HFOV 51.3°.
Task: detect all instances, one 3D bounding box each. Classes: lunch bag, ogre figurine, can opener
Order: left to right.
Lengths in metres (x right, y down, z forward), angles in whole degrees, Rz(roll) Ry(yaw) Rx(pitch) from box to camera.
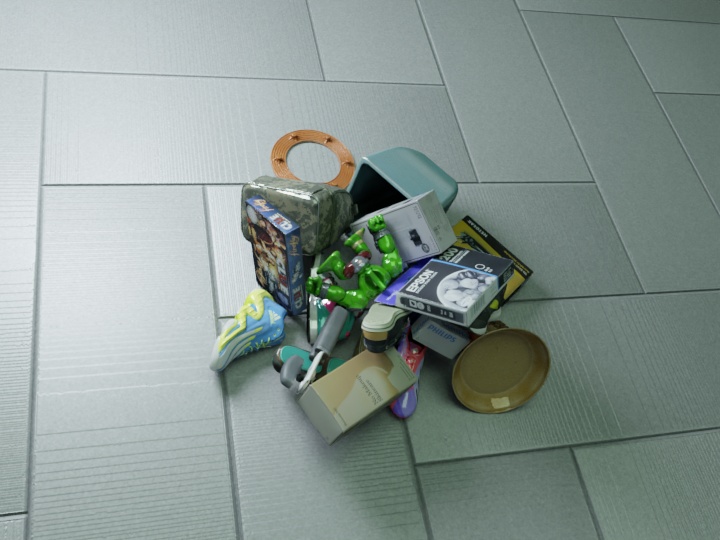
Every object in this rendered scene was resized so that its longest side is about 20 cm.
[{"bbox_3d":[-0.124,-0.123,1.543,0.198,0.141,0.168,12,24,23],"label":"lunch bag"},{"bbox_3d":[-0.085,0.137,1.360,0.067,0.053,0.201,32,45,-7],"label":"can opener"},{"bbox_3d":[0.000,0.000,1.441,0.120,0.098,0.200,46,63,5],"label":"ogre figurine"}]

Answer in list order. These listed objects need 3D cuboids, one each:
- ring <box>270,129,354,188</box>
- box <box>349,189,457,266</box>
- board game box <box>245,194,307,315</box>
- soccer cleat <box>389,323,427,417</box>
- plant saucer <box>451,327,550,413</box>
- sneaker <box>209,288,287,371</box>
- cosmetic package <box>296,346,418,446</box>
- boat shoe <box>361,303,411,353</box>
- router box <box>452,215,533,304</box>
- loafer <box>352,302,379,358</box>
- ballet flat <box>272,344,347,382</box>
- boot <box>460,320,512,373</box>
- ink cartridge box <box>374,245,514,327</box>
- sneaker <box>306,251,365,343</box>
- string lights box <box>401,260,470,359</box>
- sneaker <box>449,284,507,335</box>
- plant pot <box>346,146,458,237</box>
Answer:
[{"bbox_3d":[-0.109,-0.254,1.736,0.199,0.019,0.202,8,55,-11],"label":"ring"},{"bbox_3d":[0.082,-0.075,1.496,0.060,0.199,0.117,-35,102,-43],"label":"box"},{"bbox_3d":[-0.160,-0.028,1.436,0.034,0.201,0.135,-28,46,-29],"label":"board game box"},{"bbox_3d":[0.095,0.186,1.461,0.066,0.077,0.201,16,53,-3],"label":"soccer cleat"},{"bbox_3d":[0.269,0.187,1.456,0.198,0.202,0.036,3,28,-13],"label":"plant saucer"},{"bbox_3d":[-0.202,0.123,1.422,0.104,0.076,0.201,27,53,3],"label":"sneaker"},{"bbox_3d":[-0.003,0.214,1.341,0.199,0.071,0.105,-29,74,-40],"label":"cosmetic package"},{"bbox_3d":[0.048,0.100,1.371,0.074,0.063,0.200,3,12,15],"label":"boat shoe"},{"bbox_3d":[0.255,-0.008,1.650,0.200,0.052,0.157,42,57,14],"label":"router box"},{"bbox_3d":[0.033,0.133,1.485,0.075,0.068,0.201,14,54,-6],"label":"loafer"},{"bbox_3d":[-0.074,0.193,1.409,0.199,0.068,0.068,24,52,-13],"label":"ballet flat"},{"bbox_3d":[0.222,0.123,1.540,0.075,0.108,0.200,10,23,-35],"label":"boot"},{"bbox_3d":[0.157,0.018,1.404,0.199,0.044,0.198,14,36,32],"label":"ink cartridge box"},{"bbox_3d":[-0.046,0.053,1.505,0.120,0.084,0.202,3,63,-8],"label":"sneaker"},{"bbox_3d":[0.146,0.069,1.484,0.102,0.059,0.201,29,31,-24],"label":"string lights box"},{"bbox_3d":[0.225,0.060,1.428,0.074,0.085,0.200,22,20,19],"label":"sneaker"},{"bbox_3d":[0.099,-0.148,1.626,0.196,0.196,0.200,42,46,14],"label":"plant pot"}]
